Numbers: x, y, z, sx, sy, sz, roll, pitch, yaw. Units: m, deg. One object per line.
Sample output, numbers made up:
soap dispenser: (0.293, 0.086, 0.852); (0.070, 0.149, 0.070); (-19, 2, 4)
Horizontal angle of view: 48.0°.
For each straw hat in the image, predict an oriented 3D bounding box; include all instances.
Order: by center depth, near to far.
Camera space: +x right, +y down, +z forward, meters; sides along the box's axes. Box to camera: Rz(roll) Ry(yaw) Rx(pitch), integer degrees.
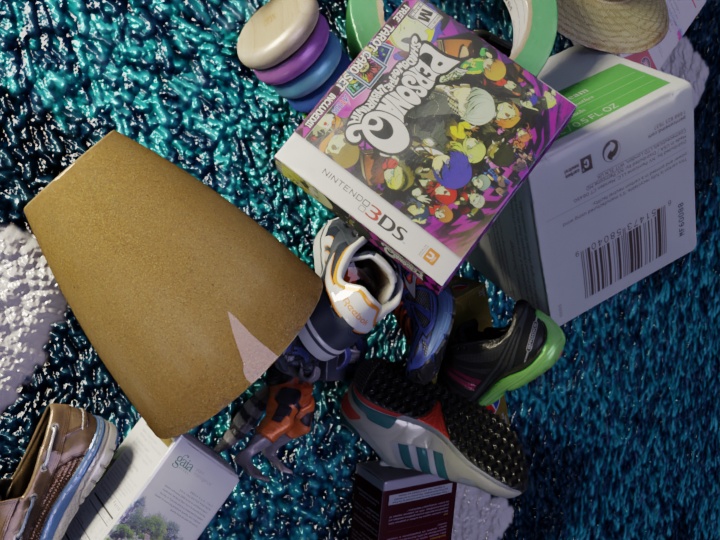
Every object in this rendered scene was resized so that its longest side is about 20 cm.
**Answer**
straw hat: (0.259, -0.331, 0.847); (0.198, 0.085, 0.203); (8, 56, -12)

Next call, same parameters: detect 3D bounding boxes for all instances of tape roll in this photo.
tape roll: (0.085, -0.239, 0.770); (0.197, 0.048, 0.204); (1, 80, -6)

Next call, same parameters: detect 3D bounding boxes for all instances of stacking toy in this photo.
stacking toy: (-0.025, -0.161, 0.763); (0.086, 0.085, 0.200); (-55, 131, -13)

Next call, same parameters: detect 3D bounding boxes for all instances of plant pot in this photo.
plant pot: (-0.163, -0.003, 0.649); (0.187, 0.186, 0.200); (-47, 107, -18)

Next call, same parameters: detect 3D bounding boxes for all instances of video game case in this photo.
video game case: (0.056, -0.113, 0.693); (0.181, 0.036, 0.201); (38, 79, 8)

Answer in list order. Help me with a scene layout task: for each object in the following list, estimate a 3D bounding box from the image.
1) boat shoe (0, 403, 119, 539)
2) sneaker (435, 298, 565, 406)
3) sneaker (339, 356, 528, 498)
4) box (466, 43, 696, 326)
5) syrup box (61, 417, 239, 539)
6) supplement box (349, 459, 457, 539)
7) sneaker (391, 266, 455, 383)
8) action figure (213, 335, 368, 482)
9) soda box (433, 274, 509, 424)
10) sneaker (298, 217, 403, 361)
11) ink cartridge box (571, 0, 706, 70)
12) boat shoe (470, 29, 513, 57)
boat shoe: (-0.283, 0.202, 0.663); (0.072, 0.072, 0.202); (38, 68, -29)
sneaker: (0.115, 0.098, 0.829); (0.084, 0.199, 0.077); (53, 23, 3)
sneaker: (0.068, 0.167, 0.796); (0.198, 0.094, 0.071); (30, 44, -2)
box: (0.215, -0.093, 0.842); (0.197, 0.171, 0.202); (-27, 125, -13)
syrup box: (-0.205, 0.231, 0.710); (0.079, 0.081, 0.201); (45, 74, -33)
supplement box: (0.045, 0.316, 0.915); (0.108, 0.061, 0.203); (0, 99, -34)
sneaker: (0.050, 0.027, 0.809); (0.077, 0.202, 0.076); (5, 135, -2)
action figure: (-0.075, 0.092, 0.758); (0.200, 0.103, 0.196); (35, 71, -66)
soda box: (0.113, 0.111, 0.918); (0.067, 0.064, 0.203); (-25, 113, -28)
sneaker: (0.000, 0.000, 0.739); (0.079, 0.201, 0.078); (-35, 112, 24)
ink cartridge box: (0.346, -0.329, 0.986); (0.201, 0.067, 0.117); (-53, 124, -12)
boat shoe: (0.165, -0.212, 0.890); (0.198, 0.056, 0.070); (13, 93, -36)
